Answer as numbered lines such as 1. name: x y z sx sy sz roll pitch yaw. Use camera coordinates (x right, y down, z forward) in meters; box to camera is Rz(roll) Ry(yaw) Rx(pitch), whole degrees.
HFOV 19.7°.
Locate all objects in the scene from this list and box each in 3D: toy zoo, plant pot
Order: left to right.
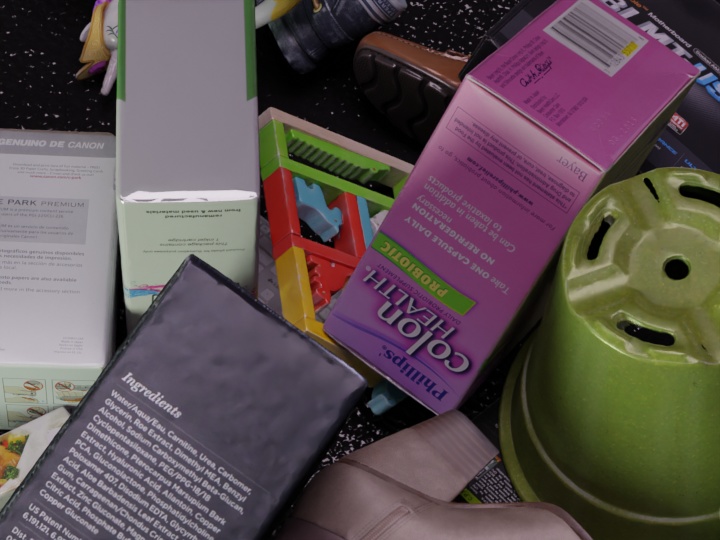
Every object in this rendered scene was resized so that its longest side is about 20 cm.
1. toy zoo: 0.000 0.000 1.300 0.131 0.020 0.201 20 46 -37
2. plant pot: 0.173 0.042 1.155 0.199 0.190 0.201 -3 58 4

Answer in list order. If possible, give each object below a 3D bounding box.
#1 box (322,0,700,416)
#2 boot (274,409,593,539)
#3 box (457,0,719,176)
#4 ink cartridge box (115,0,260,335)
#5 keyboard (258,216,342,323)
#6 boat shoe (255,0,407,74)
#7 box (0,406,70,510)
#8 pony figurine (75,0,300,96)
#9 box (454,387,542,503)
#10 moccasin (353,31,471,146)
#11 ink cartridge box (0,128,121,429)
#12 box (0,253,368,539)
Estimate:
1. box: 0.091 -0.043 1.234 0.097 0.200 0.176 35 35 9
2. boot: 0.052 0.178 1.155 0.146 0.070 0.200 -41 72 -17
3. box: 0.192 -0.121 1.375 0.200 0.050 0.198 41 47 5
4. ink cartridge box: -0.104 -0.050 1.255 0.084 0.200 0.145 -1 60 -4
5. keyboard: -0.087 -0.020 1.355 0.056 0.011 0.200 -38 67 -26
6. boat shoe: -0.034 -0.221 1.462 0.091 0.071 0.201 -33 37 13
7. box: -0.252 0.144 1.213 0.199 0.042 0.039 -26 61 -19
8. pony figurine: -0.123 -0.233 1.402 0.199 0.166 0.194 -20 69 23
9. box: 0.094 0.192 1.208 0.193 0.048 0.200 -39 68 -23
10. moccasin: 0.092 -0.117 1.398 0.200 0.074 0.078 17 54 6
11. ink cartridge box: -0.249 0.003 1.281 0.199 0.084 0.176 3 56 -3
12. box: -0.102 0.117 1.098 0.117 0.197 0.200 34 80 2
